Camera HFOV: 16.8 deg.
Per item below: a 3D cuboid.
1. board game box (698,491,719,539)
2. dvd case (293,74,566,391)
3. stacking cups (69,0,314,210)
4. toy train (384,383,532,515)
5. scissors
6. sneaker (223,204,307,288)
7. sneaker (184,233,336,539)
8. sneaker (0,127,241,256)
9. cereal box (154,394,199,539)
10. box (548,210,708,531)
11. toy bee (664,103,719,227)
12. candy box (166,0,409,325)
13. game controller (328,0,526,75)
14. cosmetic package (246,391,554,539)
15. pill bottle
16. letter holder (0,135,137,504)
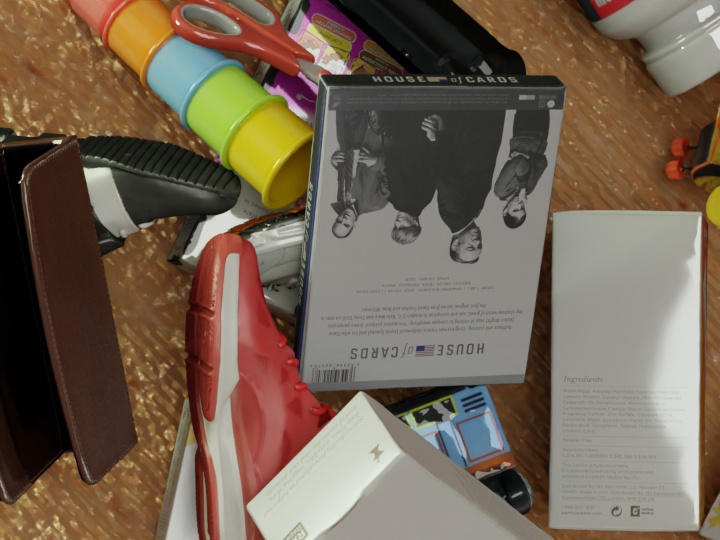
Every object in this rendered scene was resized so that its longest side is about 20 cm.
[{"bbox_3d":[0.323,0.121,1.638,0.134,0.034,0.201,34,80,-35],"label":"board game box"},{"bbox_3d":[0.039,-0.021,1.467,0.150,0.025,0.201,-1,116,-16],"label":"dvd case"},{"bbox_3d":[-0.107,-0.120,1.514,0.200,0.061,0.061,41,79,19],"label":"stacking cups"},{"bbox_3d":[0.009,0.148,1.527,0.199,0.087,0.115,-20,87,-14],"label":"toy train"},{"bbox_3d":[-0.029,-0.129,1.513,0.199,0.073,0.014,26,122,5],"label":"scissors"},{"bbox_3d":[0.000,0.000,1.510,0.199,0.076,0.092,-12,97,-13],"label":"sneaker"},{"bbox_3d":[-0.042,0.077,1.457,0.115,0.078,0.201,-2,98,-16],"label":"sneaker"},{"bbox_3d":[-0.172,-0.038,1.522,0.199,0.074,0.089,6,105,10],"label":"sneaker"},{"bbox_3d":[-0.063,0.191,1.565,0.143,0.040,0.201,12,85,-15],"label":"cereal box"},{"bbox_3d":[0.175,0.064,1.572,0.097,0.124,0.201,0,88,10],"label":"box"},{"bbox_3d":[0.252,-0.073,1.601,0.108,0.201,0.131,8,44,17],"label":"toy bee"},{"bbox_3d":[-0.021,-0.066,1.573,0.136,0.061,0.201,27,82,-12],"label":"candy box"},{"bbox_3d":[0.020,-0.172,1.547,0.200,0.104,0.042,43,110,12],"label":"game controller"},{"bbox_3d":[0.038,0.166,1.428,0.102,0.074,0.200,-45,127,6],"label":"cosmetic package"},{"bbox_3d":[0.184,-0.221,1.598,0.119,0.120,0.200,-36,96,-12],"label":"pill bottle"},{"bbox_3d":[-0.219,0.038,1.442,0.100,0.142,0.201,-5,106,18],"label":"letter holder"}]
